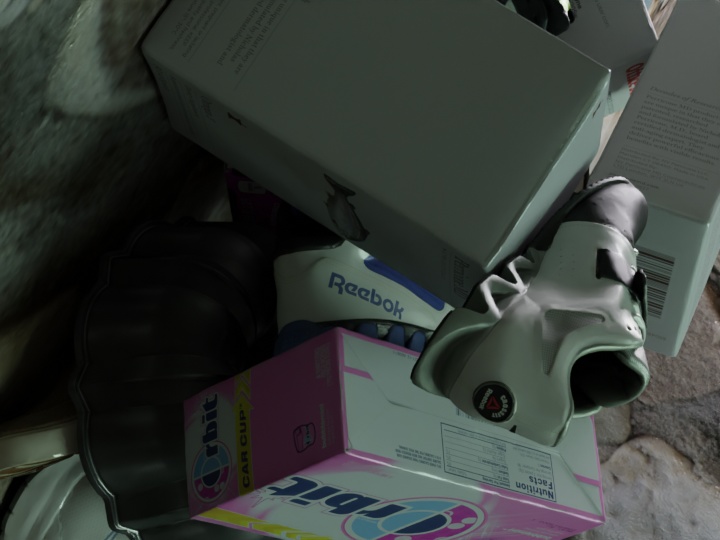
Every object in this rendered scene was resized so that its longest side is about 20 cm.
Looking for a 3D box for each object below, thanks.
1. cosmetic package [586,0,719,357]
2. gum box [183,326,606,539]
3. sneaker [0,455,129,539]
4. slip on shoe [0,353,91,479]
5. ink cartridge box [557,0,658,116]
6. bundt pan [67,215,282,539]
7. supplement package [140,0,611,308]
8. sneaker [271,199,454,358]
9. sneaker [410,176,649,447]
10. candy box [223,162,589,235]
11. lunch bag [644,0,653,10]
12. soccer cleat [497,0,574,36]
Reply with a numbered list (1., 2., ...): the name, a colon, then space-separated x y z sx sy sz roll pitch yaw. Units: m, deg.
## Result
1. cosmetic package: 0.179 -0.058 1.311 0.200 0.071 0.102 -59 163 -46
2. gum box: 0.023 0.098 1.181 0.113 0.199 0.067 -26 -123 40
3. sneaker: -0.183 0.197 1.366 0.201 0.087 0.075 -62 171 28
4. slip on shoe: -0.139 0.062 1.278 0.076 0.061 0.199 -22 180 42
5. ink cartridge box: 0.084 -0.121 1.438 0.199 0.085 0.146 -23 171 6
6. bundt pan: -0.064 0.065 1.259 0.201 0.075 0.204 18 67 -52
7. supplement package: 0.010 -0.083 1.147 0.118 0.199 0.117 -56 169 -12
8. sneaker: 0.016 0.001 1.253 0.199 0.080 0.116 -3 83 -57
9. sneaker: 0.105 0.026 1.117 0.200 0.088 0.074 -43 162 -49
10. candy box: 0.028 -0.041 1.320 0.137 0.198 0.061 85 10 -63
11. lunch bag: 0.186 -0.266 1.670 0.200 0.123 0.171 -17 138 -63
12. soccer cleat: 0.075 -0.163 1.322 0.068 0.080 0.202 -50 127 -69
